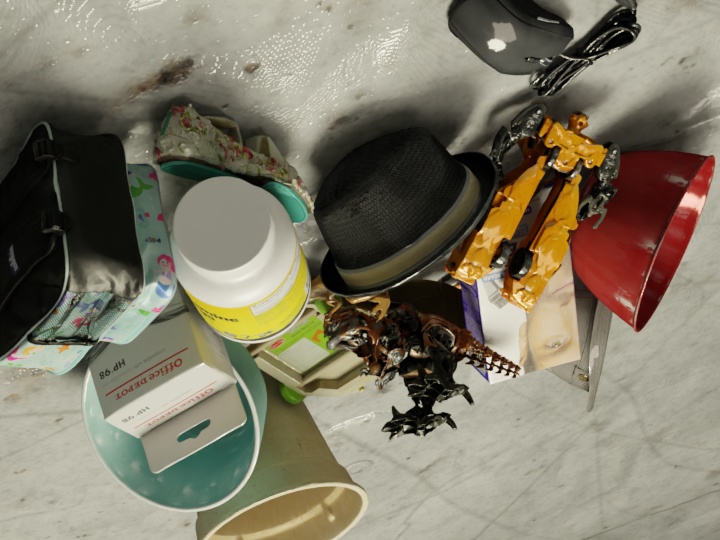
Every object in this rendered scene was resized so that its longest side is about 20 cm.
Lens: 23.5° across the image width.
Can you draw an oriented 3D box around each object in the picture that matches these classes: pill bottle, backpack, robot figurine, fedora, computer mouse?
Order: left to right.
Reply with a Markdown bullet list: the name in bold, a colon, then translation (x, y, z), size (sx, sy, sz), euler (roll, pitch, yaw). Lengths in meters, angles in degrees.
- **backpack**: translation (-0.257, -0.008, 1.488), size (0.150, 0.178, 0.200), euler (13, 139, -38)
- **pill bottle**: translation (-0.108, -0.011, 1.538), size (0.112, 0.113, 0.200), euler (-22, 163, -2)
- **fedora**: translation (0.028, -0.068, 1.638), size (0.200, 0.201, 0.092), euler (-31, 118, 14)
- **robot figurine**: translation (0.169, -0.069, 1.713), size (0.144, 0.058, 0.201), euler (25, 97, -23)
- **computer mouse**: translation (0.178, -0.218, 1.573), size (0.140, 0.046, 0.200), euler (-35, 148, 22)
- **fedora**: translation (0.238, 0.065, 1.988), size (0.090, 0.178, 0.200), euler (8, 158, 5)

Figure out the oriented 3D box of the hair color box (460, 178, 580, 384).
- **hair color box**: translation (0.162, 0.006, 1.802), size (0.109, 0.065, 0.201), euler (-15, 114, -14)

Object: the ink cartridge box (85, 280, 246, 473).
- **ink cartridge box**: translation (-0.194, 0.075, 1.635), size (0.115, 0.201, 0.067), euler (-30, 149, 12)

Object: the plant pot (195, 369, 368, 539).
- **plant pot**: translation (-0.114, 0.208, 1.916), size (0.199, 0.184, 0.201), euler (-17, 151, -10)

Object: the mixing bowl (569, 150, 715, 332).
- **mixing bowl**: translation (0.283, -0.048, 1.815), size (0.201, 0.108, 0.201), euler (-55, 160, -30)

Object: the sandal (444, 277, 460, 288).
- **sandal**: translation (0.137, 0.029, 1.926), size (0.206, 0.059, 0.079), euler (-37, 147, 23)

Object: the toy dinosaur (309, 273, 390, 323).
- **toy dinosaur**: translation (0.000, 0.000, 1.731), size (0.199, 0.106, 0.061), euler (-27, 120, -33)

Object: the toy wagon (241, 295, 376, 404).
- **toy wagon**: translation (-0.070, 0.065, 1.818), size (0.200, 0.040, 0.155), euler (35, 133, -25)

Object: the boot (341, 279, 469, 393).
- **boot**: translation (0.038, 0.078, 1.900), size (0.199, 0.072, 0.155), euler (14, 139, -17)

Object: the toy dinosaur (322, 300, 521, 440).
- **toy dinosaur**: translation (0.063, 0.084, 1.740), size (0.198, 0.136, 0.102), euler (-5, 140, 1)

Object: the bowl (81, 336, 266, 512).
- **bowl**: translation (-0.176, 0.135, 1.786), size (0.201, 0.201, 0.105), euler (-40, -179, 28)

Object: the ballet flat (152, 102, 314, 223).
- **ballet flat**: translation (-0.107, -0.099, 1.554), size (0.075, 0.064, 0.200), euler (-9, 160, 33)
